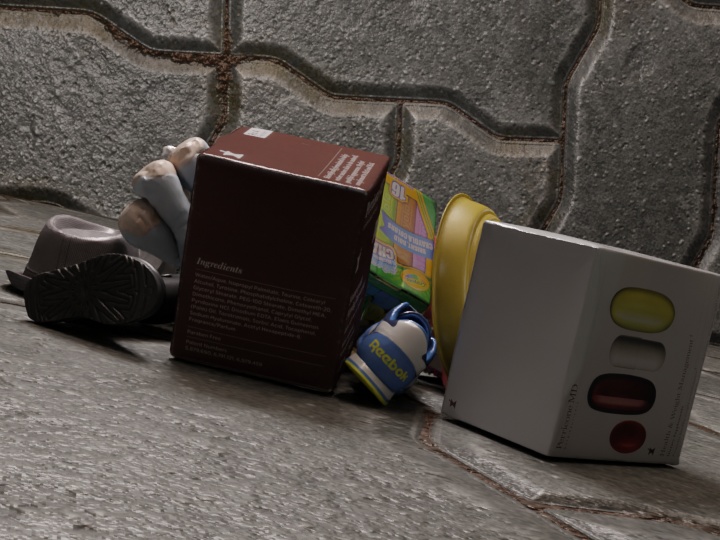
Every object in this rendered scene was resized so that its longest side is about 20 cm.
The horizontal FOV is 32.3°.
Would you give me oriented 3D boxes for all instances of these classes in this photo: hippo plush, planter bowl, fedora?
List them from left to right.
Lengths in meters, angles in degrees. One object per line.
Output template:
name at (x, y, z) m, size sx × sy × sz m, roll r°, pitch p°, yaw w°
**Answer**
fedora at (-0.314, -0.011, 1.444) m, size 0.175 × 0.091 × 0.200 m, roll 14°, pitch 3°, yaw 17°
hippo plush at (-0.167, -0.038, 1.376) m, size 0.158 × 0.202 × 0.160 m, roll 5°, pitch 11°, yaw -37°
planter bowl at (0.143, 0.021, 1.285) m, size 0.083 × 0.203 × 0.200 m, roll 0°, pitch -2°, yaw 23°

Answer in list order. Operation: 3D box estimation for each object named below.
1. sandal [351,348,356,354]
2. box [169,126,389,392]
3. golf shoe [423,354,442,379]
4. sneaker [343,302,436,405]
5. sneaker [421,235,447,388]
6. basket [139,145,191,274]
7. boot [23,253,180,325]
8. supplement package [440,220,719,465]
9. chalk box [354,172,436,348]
sandal at (-0.031, 0.059, 1.523) m, size 0.077 × 0.070 × 0.211 m, roll 11°, pitch 4°, yaw -32°
box at (-0.075, -0.016, 1.208) m, size 0.162 × 0.202 × 0.166 m, roll 13°, pitch 18°, yaw 6°
golf shoe at (0.147, 0.092, 1.495) m, size 0.075 × 0.093 × 0.199 m, roll 13°, pitch 1°, yaw 40°
sneaker at (0.041, 0.076, 1.234) m, size 0.074 × 0.082 × 0.200 m, roll 43°, pitch 7°, yaw -1°
sneaker at (0.096, 0.047, 1.402) m, size 0.086 × 0.202 × 0.074 m, roll -4°, pitch -29°, yaw 19°
basket at (-0.180, -0.044, 1.628) m, size 0.198 × 0.201 × 0.161 m, roll 11°, pitch 1°, yaw -7°
boot at (-0.211, 0.027, 1.253) m, size 0.163 × 0.066 × 0.199 m, roll -1°, pitch -6°, yaw 29°
supplement package at (0.212, 0.070, 1.182) m, size 0.199 × 0.194 × 0.146 m, roll 9°, pitch 5°, yaw -40°
chalk box at (0.000, 0.000, 1.390) m, size 0.123 × 0.202 × 0.124 m, roll 29°, pitch -42°, yaw -26°
